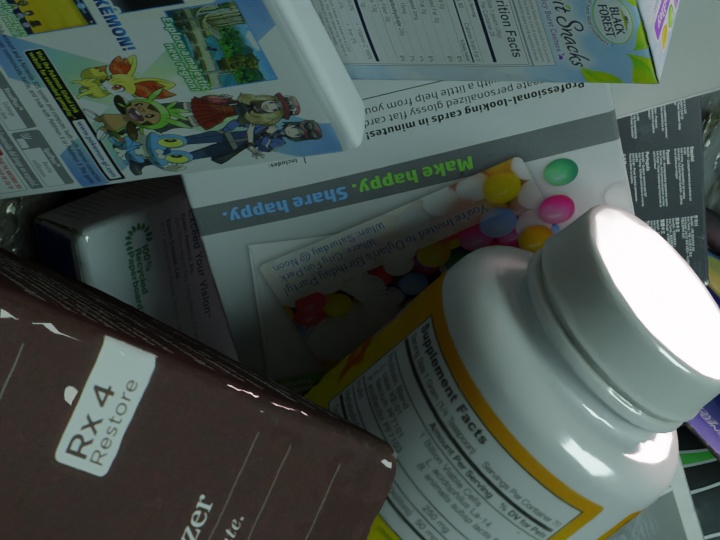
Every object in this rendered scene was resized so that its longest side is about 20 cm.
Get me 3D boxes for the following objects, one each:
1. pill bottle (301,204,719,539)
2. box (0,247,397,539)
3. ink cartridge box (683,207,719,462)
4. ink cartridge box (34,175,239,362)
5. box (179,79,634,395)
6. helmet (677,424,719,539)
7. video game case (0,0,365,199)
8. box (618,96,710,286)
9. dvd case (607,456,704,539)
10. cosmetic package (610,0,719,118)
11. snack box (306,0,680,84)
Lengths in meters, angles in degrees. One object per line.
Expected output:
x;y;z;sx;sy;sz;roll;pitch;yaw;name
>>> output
0.036;0.067;1.052;0.200;0.109;0.109;-40;153;24;pill bottle
-0.132;0.081;0.984;0.200;0.164;0.166;24;92;-42;box
0.166;0.025;1.346;0.047;0.198;0.200;-49;148;13;ink cartridge box
-0.023;0.038;1.188;0.200;0.043;0.197;-23;117;-32;ink cartridge box
0.022;-0.012;1.082;0.156;0.041;0.200;-12;131;2;box
0.117;0.135;1.370;0.191;0.200;0.200;-42;142;-56;helmet
-0.115;-0.094;0.941;0.200;0.182;0.022;61;28;-48;video game case
0.111;-0.116;1.242;0.161;0.049;0.200;-91;174;-53;box
0.087;0.176;1.251;0.150;0.025;0.200;-25;119;-11;dvd case
0.057;-0.110;1.087;0.200;0.090;0.107;-16;127;2;cosmetic package
0.017;-0.145;1.008;0.068;0.200;0.169;66;34;-47;snack box
